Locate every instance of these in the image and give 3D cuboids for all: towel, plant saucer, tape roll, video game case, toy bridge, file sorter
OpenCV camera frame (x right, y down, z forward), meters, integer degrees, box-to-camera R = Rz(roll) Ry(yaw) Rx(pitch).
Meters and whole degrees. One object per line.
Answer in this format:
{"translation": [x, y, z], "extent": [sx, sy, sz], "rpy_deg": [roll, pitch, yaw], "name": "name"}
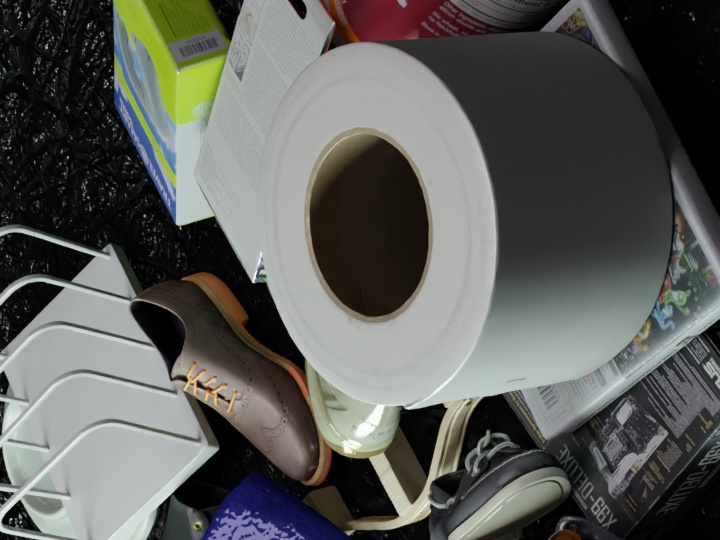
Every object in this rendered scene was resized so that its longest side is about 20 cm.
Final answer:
{"translation": [-0.034, 0.248, 1.640], "extent": [0.200, 0.050, 0.148], "rpy_deg": [33, 95, 25], "name": "towel"}
{"translation": [-0.234, 0.140, 1.899], "extent": [0.200, 0.050, 0.200], "rpy_deg": [14, 109, 47], "name": "plant saucer"}
{"translation": [0.056, -0.032, 1.348], "extent": [0.203, 0.139, 0.203], "rpy_deg": [9, 102, 49], "name": "tape roll"}
{"translation": [0.124, -0.030, 1.392], "extent": [0.182, 0.023, 0.200], "rpy_deg": [-44, 63, 44], "name": "video game case"}
{"translation": [0.026, 0.135, 1.612], "extent": [0.200, 0.027, 0.067], "rpy_deg": [-50, 61, 42], "name": "toy bridge"}
{"translation": [-0.225, 0.087, 1.771], "extent": [0.139, 0.124, 0.200], "rpy_deg": [-44, 56, 22], "name": "file sorter"}

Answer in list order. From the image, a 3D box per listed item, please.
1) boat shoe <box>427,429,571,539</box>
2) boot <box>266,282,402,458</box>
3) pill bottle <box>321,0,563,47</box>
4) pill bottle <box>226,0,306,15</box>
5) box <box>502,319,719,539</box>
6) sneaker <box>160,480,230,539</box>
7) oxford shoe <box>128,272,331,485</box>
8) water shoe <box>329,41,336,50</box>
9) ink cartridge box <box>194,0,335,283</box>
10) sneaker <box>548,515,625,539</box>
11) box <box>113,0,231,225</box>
{"translation": [0.075, 0.133, 1.479], "extent": [0.200, 0.073, 0.063], "rpy_deg": [115, 135, -71], "name": "boat shoe"}
{"translation": [0.000, 0.000, 1.544], "extent": [0.155, 0.072, 0.200], "rpy_deg": [121, 138, -55], "name": "boot"}
{"translation": [0.073, -0.193, 1.424], "extent": [0.200, 0.113, 0.113], "rpy_deg": [-39, 68, 46], "name": "pill bottle"}
{"translation": [-0.083, -0.265, 1.591], "extent": [0.200, 0.112, 0.112], "rpy_deg": [54, 134, 26], "name": "pill bottle"}
{"translation": [0.149, 0.042, 1.431], "extent": [0.200, 0.050, 0.158], "rpy_deg": [56, 134, 26], "name": "box"}
{"translation": [-0.089, 0.232, 1.730], "extent": [0.200, 0.075, 0.106], "rpy_deg": [27, 115, 43], "name": "sneaker"}
{"translation": [-0.094, 0.083, 1.705], "extent": [0.200, 0.073, 0.071], "rpy_deg": [46, 129, 33], "name": "oxford shoe"}
{"translation": [-0.059, -0.112, 1.619], "extent": [0.200, 0.079, 0.072], "rpy_deg": [-41, 67, 46], "name": "water shoe"}
{"translation": [-0.043, -0.102, 1.491], "extent": [0.109, 0.050, 0.200], "rpy_deg": [59, 141, 40], "name": "ink cartridge box"}
{"translation": [0.098, 0.185, 1.426], "extent": [0.200, 0.078, 0.112], "rpy_deg": [3, 145, 14], "name": "sneaker"}
{"translation": [-0.127, -0.124, 1.630], "extent": [0.200, 0.048, 0.122], "rpy_deg": [97, 150, -56], "name": "box"}
